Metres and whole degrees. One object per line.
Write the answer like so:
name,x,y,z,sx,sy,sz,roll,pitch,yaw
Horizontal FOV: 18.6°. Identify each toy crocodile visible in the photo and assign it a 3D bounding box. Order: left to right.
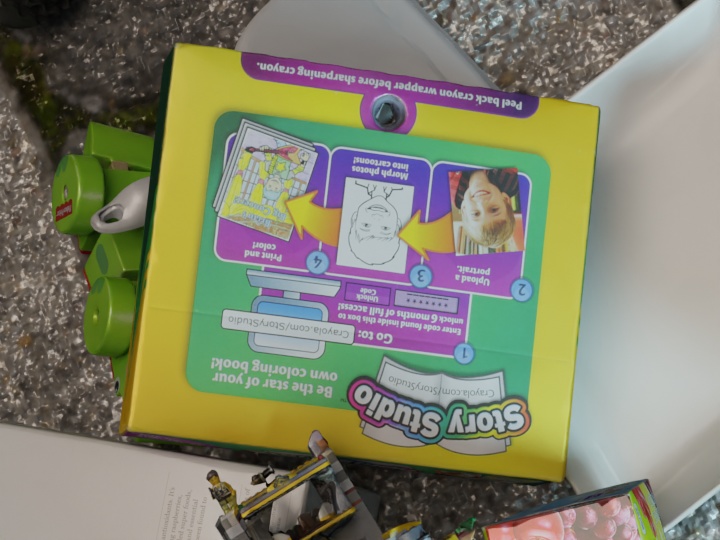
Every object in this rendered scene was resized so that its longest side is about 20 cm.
toy crocodile,-0.109,0.004,1.070,0.062,0.067,0.201,-58,39,42

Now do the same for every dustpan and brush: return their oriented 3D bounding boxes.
dustpan and brush,-0.043,-0.069,1.067,0.199,0.057,0.140,-22,56,-31

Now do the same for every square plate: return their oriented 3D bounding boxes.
square plate,0.150,-0.001,1.040,0.199,0.028,0.199,-36,72,7

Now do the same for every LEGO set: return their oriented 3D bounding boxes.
LEGO set,-0.048,0.138,0.883,0.199,0.154,0.116,-32,83,-3

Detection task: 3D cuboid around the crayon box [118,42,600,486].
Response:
crayon box,0.000,0.000,0.996,0.198,0.058,0.174,8,84,-10

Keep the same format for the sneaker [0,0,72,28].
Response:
sneaker,-0.176,-0.225,1.172,0.089,0.070,0.202,9,81,34

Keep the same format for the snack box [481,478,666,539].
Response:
snack box,0.114,0.193,0.922,0.067,0.169,0.202,-14,85,9

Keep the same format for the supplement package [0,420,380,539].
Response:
supplement package,-0.108,0.144,1.040,0.198,0.120,0.122,8,83,18
